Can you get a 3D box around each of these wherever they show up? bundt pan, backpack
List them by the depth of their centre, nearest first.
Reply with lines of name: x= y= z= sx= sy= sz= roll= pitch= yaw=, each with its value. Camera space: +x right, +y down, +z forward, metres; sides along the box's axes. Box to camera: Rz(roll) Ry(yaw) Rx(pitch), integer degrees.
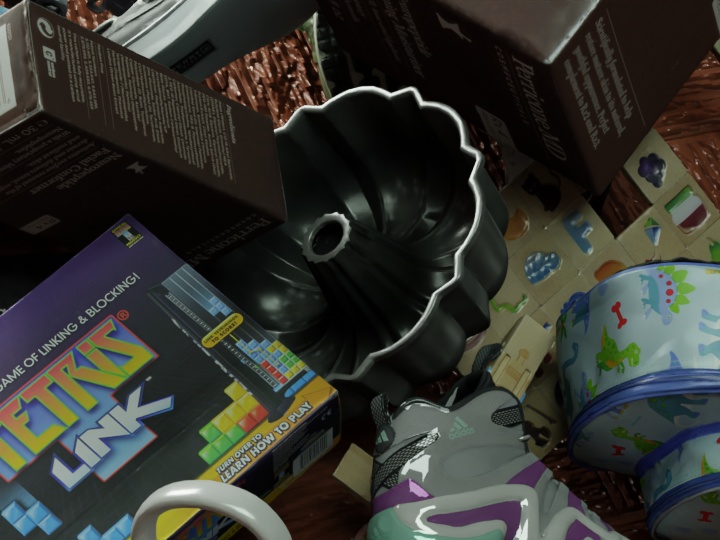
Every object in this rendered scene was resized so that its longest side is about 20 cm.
backpack: x=0.213 y=0.073 z=1.607 sx=0.199 sy=0.183 sz=0.148 roll=7 pitch=67 yaw=-14
bundt pan: x=0.000 y=0.000 z=1.624 sx=0.201 sy=0.076 sz=0.202 roll=-20 pitch=49 yaw=25

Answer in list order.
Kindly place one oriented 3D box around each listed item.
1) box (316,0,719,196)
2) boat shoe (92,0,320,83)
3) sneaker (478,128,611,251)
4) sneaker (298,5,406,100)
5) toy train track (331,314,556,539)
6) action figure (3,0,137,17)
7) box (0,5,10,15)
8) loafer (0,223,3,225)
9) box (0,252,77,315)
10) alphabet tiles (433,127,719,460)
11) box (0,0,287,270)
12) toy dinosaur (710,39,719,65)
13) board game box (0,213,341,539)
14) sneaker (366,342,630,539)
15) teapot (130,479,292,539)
box: x=0.091 y=-0.183 z=1.660 sx=0.200 sy=0.166 sz=0.164 roll=32 pitch=76 yaw=26
boat shoe: x=-0.099 y=-0.156 z=1.738 sx=0.199 sy=0.074 sz=0.068 roll=-38 pitch=57 yaw=5
sneaker: x=0.096 y=-0.074 z=1.780 sx=0.115 sy=0.076 sz=0.201 roll=15 pitch=51 yaw=18
sneaker: x=-0.017 y=-0.169 z=1.808 sx=0.077 sy=0.089 sz=0.201 roll=-14 pitch=83 yaw=-20
toy train track: x=0.050 y=0.110 z=1.619 sx=0.115 sy=0.033 sz=0.200 roll=37 pitch=62 yaw=-8
action figure: x=-0.207 y=-0.184 z=1.710 sx=0.130 sy=0.200 sz=0.070 roll=31 pitch=78 yaw=-33
box: x=-0.265 y=-0.117 z=1.659 sx=0.200 sy=0.040 sz=0.137 roll=24 pitch=39 yaw=38
loafer: x=-0.186 y=-0.052 z=1.674 sx=0.199 sy=0.073 sz=0.073 roll=-12 pitch=65 yaw=-12
box: x=-0.174 y=0.077 z=1.591 sx=0.142 sy=0.036 sz=0.201 roll=-3 pitch=53 yaw=-18
alphabet tiles: x=0.136 y=0.015 z=1.695 sx=0.200 sy=0.008 sz=0.167 roll=-41 pitch=97 yaw=-23
box: x=-0.142 y=-0.064 z=1.569 sx=0.200 sy=0.100 sz=0.075 roll=22 pitch=49 yaw=-48
toy dinosaur: x=0.185 y=-0.176 z=1.800 sx=0.200 sy=0.047 sz=0.088 roll=57 pitch=20 yaw=-6
board game box: x=-0.136 y=0.088 z=1.509 sx=0.165 sy=0.057 sz=0.200 roll=39 pitch=65 yaw=23
sneaker: x=0.084 y=0.108 z=1.564 sx=0.200 sy=0.078 sz=0.140 roll=17 pitch=59 yaw=-42
teapot: x=-0.014 y=0.208 z=1.425 sx=0.199 sy=0.146 sz=0.198 roll=7 pitch=57 yaw=-39
